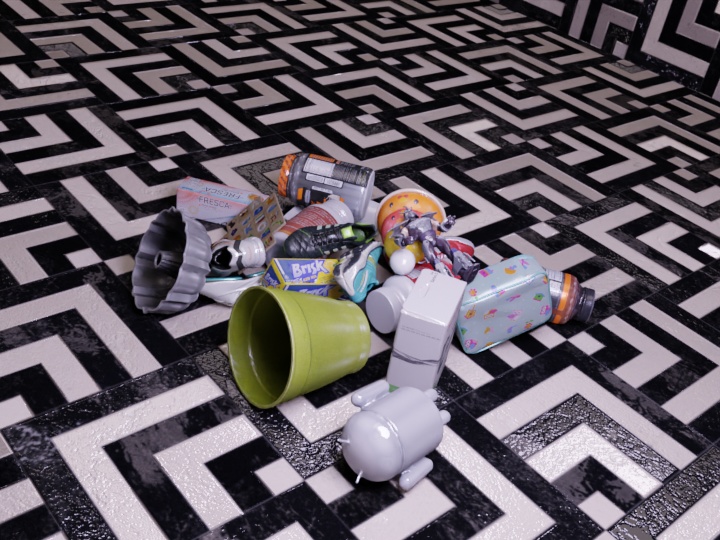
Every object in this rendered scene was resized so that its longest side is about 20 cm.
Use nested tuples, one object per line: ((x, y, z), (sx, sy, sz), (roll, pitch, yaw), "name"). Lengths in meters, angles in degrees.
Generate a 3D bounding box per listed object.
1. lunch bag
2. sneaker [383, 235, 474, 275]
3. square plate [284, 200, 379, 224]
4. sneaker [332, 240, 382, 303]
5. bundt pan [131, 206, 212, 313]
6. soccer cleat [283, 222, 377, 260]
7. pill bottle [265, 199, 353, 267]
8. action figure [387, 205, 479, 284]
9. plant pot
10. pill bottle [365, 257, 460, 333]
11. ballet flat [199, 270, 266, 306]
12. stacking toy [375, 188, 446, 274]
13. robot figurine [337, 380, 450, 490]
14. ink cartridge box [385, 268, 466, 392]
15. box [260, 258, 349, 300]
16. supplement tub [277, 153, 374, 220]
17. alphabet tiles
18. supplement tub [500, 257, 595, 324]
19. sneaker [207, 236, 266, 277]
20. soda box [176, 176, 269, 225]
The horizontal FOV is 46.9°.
((0.259, 0.067, 1.568), (0.200, 0.160, 0.077), (-22, 45, -3), "lunch bag")
((0.154, -0.017, 1.763), (0.200, 0.071, 0.113), (-4, 32, -7), "sneaker")
((-0.047, -0.122, 1.901), (0.198, 0.028, 0.200), (20, 35, 16), "square plate")
((0.000, 0.000, 1.594), (0.077, 0.080, 0.200), (-21, 15, 24), "sneaker")
((-0.341, -0.012, 1.531), (0.076, 0.202, 0.202), (17, 24, -38), "bundt pan")
((-0.057, -0.065, 1.619), (0.200, 0.081, 0.068), (-12, 83, -37), "soccer cleat")
((-0.103, -0.069, 1.721), (0.112, 0.112, 0.200), (27, 42, 23), "pill bottle")
((0.135, -0.052, 1.537), (0.130, 0.069, 0.200), (-27, 61, -15), "action figure")
((-0.092, 0.122, 1.411), (0.193, 0.201, 0.200), (-2, 34, -39), "plant pot")
((0.112, 0.052, 1.614), (0.200, 0.112, 0.112), (-19, 44, -36), "pill bottle")
((-0.225, 0.036, 1.591), (0.200, 0.070, 0.069), (-9, 38, -25), "ballet flat")
((0.094, -0.058, 1.629), (0.146, 0.146, 0.200), (10, 34, 0), "stacking toy")
((0.051, 0.256, 1.299), (0.200, 0.113, 0.170), (-22, 74, -40), "robot figurine")
((0.110, 0.121, 1.433), (0.084, 0.200, 0.146), (18, 35, 11), "ink cartridge box")
((-0.087, 0.022, 1.597), (0.200, 0.064, 0.070), (0, 47, -39), "box")
((-0.077, -0.191, 1.860), (0.200, 0.123, 0.123), (14, 34, 6), "supplement tub")
((-0.225, -0.076, 1.693), (0.006, 0.166, 0.200), (43, 12, -34), "alphabet tiles")
((0.372, 0.048, 1.696), (0.200, 0.107, 0.107), (16, 34, 7), "supplement tub")
((-0.267, -0.026, 1.588), (0.080, 0.074, 0.200), (-11, -2, -41), "sneaker")
((-0.303, -0.145, 1.830), (0.200, 0.068, 0.064), (14, 34, 6), "soda box")
